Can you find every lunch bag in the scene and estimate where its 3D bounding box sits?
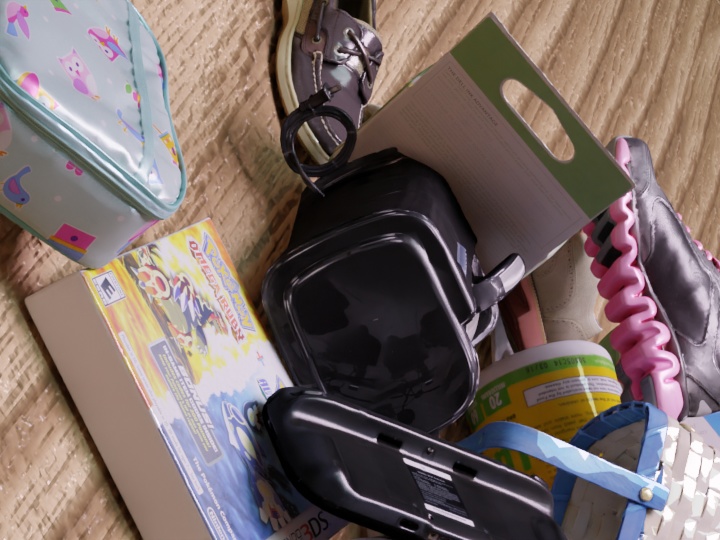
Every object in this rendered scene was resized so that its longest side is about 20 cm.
[{"bbox_3d":[-0.166,-0.104,1.429,0.160,0.077,0.201,37,25,-31],"label":"lunch bag"}]

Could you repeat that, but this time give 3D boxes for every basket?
[{"bbox_3d":[0.140,0.150,1.684,0.199,0.176,0.140,19,73,-17],"label":"basket"}]

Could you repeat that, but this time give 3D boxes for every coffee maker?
[{"bbox_3d":[0.000,0.000,1.634,0.192,0.135,0.200,43,10,-4],"label":"coffee maker"}]

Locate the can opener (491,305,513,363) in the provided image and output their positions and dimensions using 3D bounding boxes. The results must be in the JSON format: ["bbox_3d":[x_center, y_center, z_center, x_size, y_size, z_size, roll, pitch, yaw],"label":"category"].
[{"bbox_3d":[0.108,-0.003,1.917,0.067,0.053,0.201,47,-30,47],"label":"can opener"}]

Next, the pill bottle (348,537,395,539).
[{"bbox_3d":[0.003,0.245,1.417,0.110,0.109,0.201,52,24,-26],"label":"pill bottle"}]

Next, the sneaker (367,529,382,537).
[{"bbox_3d":[0.094,0.216,1.625,0.074,0.118,0.201,-44,103,-27],"label":"sneaker"}]

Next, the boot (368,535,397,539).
[{"bbox_3d":[0.041,0.226,1.571,0.200,0.075,0.074,49,24,-35],"label":"boot"}]

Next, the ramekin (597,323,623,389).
[{"bbox_3d":[0.260,0.130,2.013,0.200,0.199,0.098,51,32,-27],"label":"ramekin"}]

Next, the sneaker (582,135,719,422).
[{"bbox_3d":[0.207,0.006,1.761,0.079,0.095,0.202,135,-54,-73],"label":"sneaker"}]

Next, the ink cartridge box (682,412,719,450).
[{"bbox_3d":[0.261,0.198,1.890,0.068,0.115,0.202,-6,86,-83],"label":"ink cartridge box"}]

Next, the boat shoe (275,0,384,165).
[{"bbox_3d":[-0.017,-0.155,1.873,0.073,0.065,0.201,45,29,-41],"label":"boat shoe"}]

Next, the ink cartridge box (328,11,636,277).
[{"bbox_3d":[0.084,-0.072,1.714,0.146,0.200,0.048,49,46,-1],"label":"ink cartridge box"}]

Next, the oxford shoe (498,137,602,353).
[{"bbox_3d":[0.130,-0.022,1.825,0.201,0.073,0.071,83,-13,-47],"label":"oxford shoe"}]

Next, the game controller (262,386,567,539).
[{"bbox_3d":[0.035,0.125,1.505,0.199,0.042,0.105,22,31,-28],"label":"game controller"}]

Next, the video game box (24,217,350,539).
[{"bbox_3d":[-0.089,0.080,1.482,0.201,0.047,0.182,63,20,-1],"label":"video game box"}]

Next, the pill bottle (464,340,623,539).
[{"bbox_3d":[0.148,0.160,1.830,0.111,0.111,0.201,25,43,-57],"label":"pill bottle"}]

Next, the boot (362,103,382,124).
[{"bbox_3d":[0.030,-0.034,1.852,0.107,0.075,0.201,42,24,-30],"label":"boot"}]
